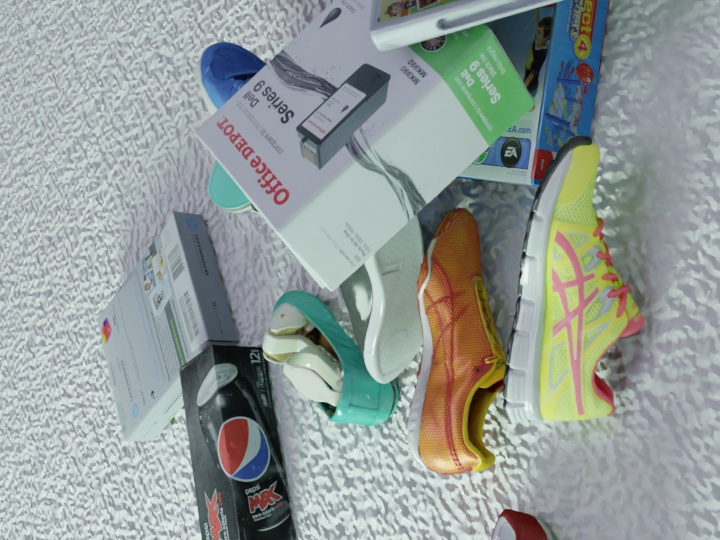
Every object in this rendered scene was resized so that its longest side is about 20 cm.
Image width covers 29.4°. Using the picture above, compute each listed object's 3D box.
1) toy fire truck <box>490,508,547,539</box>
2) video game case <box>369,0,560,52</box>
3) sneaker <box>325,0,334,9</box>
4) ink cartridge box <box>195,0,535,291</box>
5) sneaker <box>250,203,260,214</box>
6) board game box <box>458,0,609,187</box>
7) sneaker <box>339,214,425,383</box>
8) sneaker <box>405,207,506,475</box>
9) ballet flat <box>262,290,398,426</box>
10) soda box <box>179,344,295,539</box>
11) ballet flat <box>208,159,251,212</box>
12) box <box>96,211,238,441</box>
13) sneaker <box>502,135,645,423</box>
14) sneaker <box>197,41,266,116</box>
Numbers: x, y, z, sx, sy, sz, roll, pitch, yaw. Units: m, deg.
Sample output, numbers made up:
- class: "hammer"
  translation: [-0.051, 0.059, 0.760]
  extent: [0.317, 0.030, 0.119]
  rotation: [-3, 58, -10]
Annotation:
- class: "toy fire truck"
  translation: [0.104, 0.290, 0.959]
  extent: [0.168, 0.110, 0.203]
  rotation: [-122, 46, -70]
- class: "video game case"
  translation: [0.097, -0.239, 0.944]
  extent: [0.179, 0.022, 0.202]
  rotation: [-13, 44, 18]
- class: "sneaker"
  translation: [0.010, -0.174, 1.148]
  extent: [0.080, 0.077, 0.203]
  rotation: [51, 136, 49]
- class: "ink cartridge box"
  translation: [0.000, -0.108, 0.979]
  extent: [0.200, 0.084, 0.146]
  rotation: [-43, 46, 0]
- class: "sneaker"
  translation: [-0.024, -0.033, 1.175]
  extent: [0.199, 0.079, 0.075]
  rotation: [28, 105, 49]
- class: "board game box"
  translation: [0.096, -0.168, 1.047]
  extent: [0.199, 0.055, 0.199]
  rotation: [13, 96, 53]
- class: "sneaker"
  translation: [0.000, 0.000, 1.084]
  extent: [0.099, 0.070, 0.202]
  rotation: [36, 150, 33]
- class: "sneaker"
  translation: [0.082, 0.053, 1.046]
  extent: [0.076, 0.073, 0.204]
  rotation: [-1, 83, 25]
- class: "ballet flat"
  translation: [-0.044, 0.070, 1.195]
  extent: [0.200, 0.070, 0.068]
  rotation: [39, 117, 48]
- class: "soda box"
  translation: [-0.116, 0.175, 1.286]
  extent: [0.071, 0.063, 0.203]
  rotation: [-33, 61, 46]
- class: "ballet flat"
  translation: [-0.066, -0.135, 1.253]
  extent: [0.069, 0.071, 0.201]
  rotation: [38, 115, 4]
- class: "box"
  translation: [-0.207, 0.062, 1.439]
  extent: [0.200, 0.041, 0.158]
  rotation: [-47, 50, 38]
- class: "sneaker"
  translation: [0.152, 0.010, 0.938]
  extent: [0.089, 0.078, 0.203]
  rotation: [8, 106, 11]
- class: "sneaker"
  translation: [-0.072, -0.143, 1.131]
  extent: [0.201, 0.076, 0.112]
  rotation: [59, 156, 28]
